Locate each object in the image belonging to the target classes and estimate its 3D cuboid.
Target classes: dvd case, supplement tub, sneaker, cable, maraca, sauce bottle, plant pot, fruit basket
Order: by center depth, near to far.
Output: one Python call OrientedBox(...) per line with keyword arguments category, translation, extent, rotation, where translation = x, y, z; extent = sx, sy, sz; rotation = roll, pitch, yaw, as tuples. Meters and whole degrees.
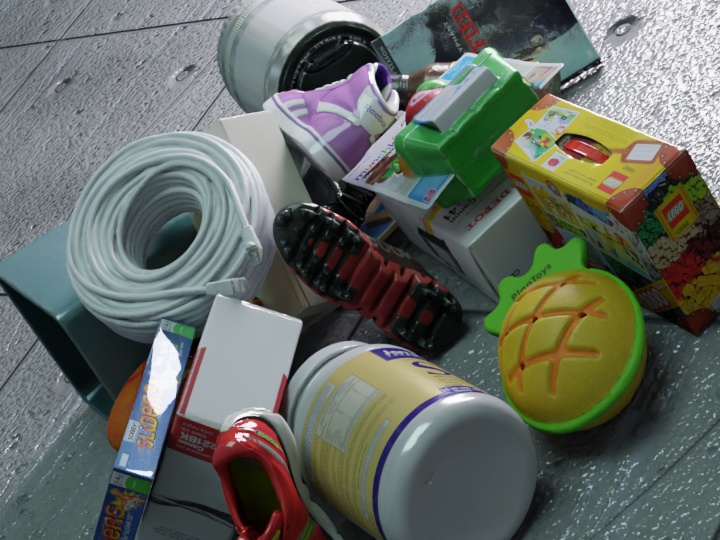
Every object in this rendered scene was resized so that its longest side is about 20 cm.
OrientedBox(category="sneaker", translation=(-0.069, 0.210, 1.430), extent=(0.076, 0.201, 0.085), rotation=(-21, 13, 19))
OrientedBox(category="supplement tub", translation=(0.034, 0.144, 1.463), extent=(0.145, 0.146, 0.200), rotation=(-45, 33, -13))
OrientedBox(category="maraca", translation=(0.165, 0.052, 1.481), extent=(0.137, 0.107, 0.201), rotation=(-40, 37, 12))
OrientedBox(category="cable", translation=(-0.172, -0.031, 1.645), extent=(0.198, 0.069, 0.202), rotation=(-17, 57, 17))
OrientedBox(category="sneaker", translation=(0.000, 0.000, 1.653), extent=(0.071, 0.200, 0.098), rotation=(-56, 17, 6))
OrientedBox(category="fruit basket", translation=(0.078, -0.140, 1.674), extent=(0.185, 0.094, 0.200), rotation=(-44, 29, -10))
OrientedBox(category="sneaker", translation=(-0.172, 0.091, 1.677), extent=(0.073, 0.077, 0.200), rotation=(45, 101, 15))
OrientedBox(category="sneaker", translation=(-0.020, -0.156, 1.751), extent=(0.114, 0.073, 0.200), rotation=(-46, 29, -1))
OrientedBox(category="sneaker", translation=(-0.006, -0.087, 1.795), extent=(0.114, 0.076, 0.200), rotation=(-25, 35, 32))
OrientedBox(category="plant pot", translation=(-0.216, 0.031, 1.820), extent=(0.200, 0.197, 0.196), rotation=(-41, 32, -16))
OrientedBox(category="sauce bottle", translation=(0.102, -0.180, 1.828), extent=(0.198, 0.065, 0.065), rotation=(2, 46, 18))
OrientedBox(category="dvd case", translation=(0.129, -0.227, 1.865), extent=(0.199, 0.147, 0.022), rotation=(-30, -9, 12))

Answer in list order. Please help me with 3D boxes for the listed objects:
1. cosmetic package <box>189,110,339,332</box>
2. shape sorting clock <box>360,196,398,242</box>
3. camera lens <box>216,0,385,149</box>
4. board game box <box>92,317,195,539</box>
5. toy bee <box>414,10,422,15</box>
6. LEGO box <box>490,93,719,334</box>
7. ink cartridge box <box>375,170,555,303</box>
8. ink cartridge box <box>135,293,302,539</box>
OrientedBox(category="cosmetic package", translation=(-0.096, -0.039, 1.729), extent=(0.073, 0.201, 0.103), rotation=(-15, -15, -43))
OrientedBox(category="shape sorting clock", translation=(-0.015, -0.066, 1.880), extent=(0.199, 0.039, 0.201), rotation=(-25, 34, 18))
OrientedBox(category="camera lens", translation=(-0.060, -0.225, 2.011), extent=(0.160, 0.160, 0.200), rotation=(-41, 32, -7))
OrientedBox(category="board game box", translation=(-0.187, 0.153, 1.535), extent=(0.201, 0.034, 0.136), rotation=(-80, 9, -55))
OrientedBox(category="toy bee", translation=(0.153, -0.281, 1.943), extent=(0.200, 0.109, 0.131), rotation=(-46, -7, 8))
OrientedBox(category="LEGO box", translation=(0.220, -0.051, 1.524), extent=(0.077, 0.149, 0.200), rotation=(-42, 32, -9))
OrientedBox(category="ink cartridge box", translation=(0.123, -0.072, 1.708), extent=(0.147, 0.086, 0.200), rotation=(-42, 31, -8))
OrientedBox(category="ink cartridge box", translation=(-0.125, 0.144, 1.574), extent=(0.201, 0.083, 0.145), rotation=(111, 175, -45))
